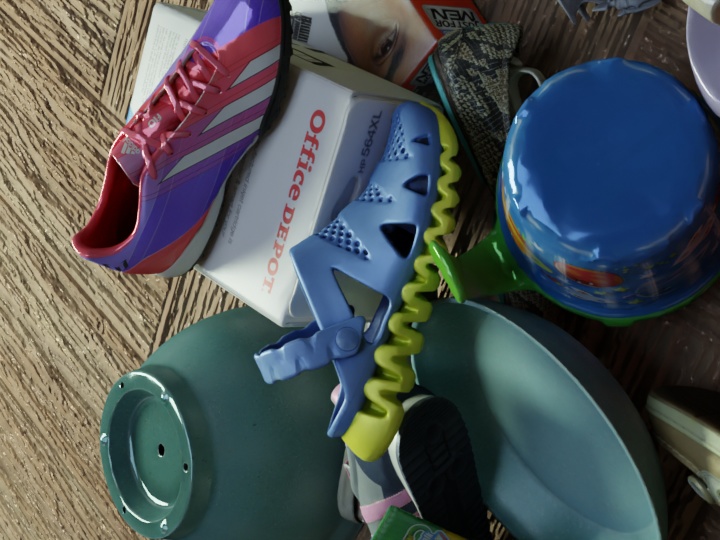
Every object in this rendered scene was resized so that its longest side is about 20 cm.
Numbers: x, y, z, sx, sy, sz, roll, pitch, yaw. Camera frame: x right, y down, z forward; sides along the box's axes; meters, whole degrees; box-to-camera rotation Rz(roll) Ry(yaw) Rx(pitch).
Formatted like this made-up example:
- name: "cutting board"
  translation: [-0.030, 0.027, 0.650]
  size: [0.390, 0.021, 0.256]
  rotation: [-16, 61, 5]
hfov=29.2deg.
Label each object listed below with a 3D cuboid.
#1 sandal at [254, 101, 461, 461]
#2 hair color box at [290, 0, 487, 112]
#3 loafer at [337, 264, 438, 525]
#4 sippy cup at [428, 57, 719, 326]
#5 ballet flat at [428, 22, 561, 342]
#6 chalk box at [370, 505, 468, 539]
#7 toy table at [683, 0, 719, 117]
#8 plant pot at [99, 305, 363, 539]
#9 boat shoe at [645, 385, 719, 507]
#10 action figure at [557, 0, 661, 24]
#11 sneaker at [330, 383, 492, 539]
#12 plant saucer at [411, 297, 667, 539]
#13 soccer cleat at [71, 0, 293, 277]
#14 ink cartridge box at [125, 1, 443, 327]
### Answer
- name: "sandal"
  translation: [0.000, 0.000, 0.761]
  size: [0.079, 0.087, 0.200]
  rotation: [142, 144, -84]
- name: "hair color box"
  translation: [-0.005, -0.184, 0.912]
  size: [0.111, 0.064, 0.200]
  rotation: [-50, 59, 38]
- name: "loafer"
  translation: [0.034, 0.085, 0.900]
  size: [0.063, 0.072, 0.200]
  rotation: [22, 117, 26]
- name: "sippy cup"
  translation: [0.127, -0.045, 0.687]
  size: [0.140, 0.130, 0.178]
  rotation: [26, 90, 14]
- name: "ballet flat"
  translation: [0.099, -0.048, 0.804]
  size: [0.075, 0.068, 0.200]
  rotation: [-14, 94, 16]
- name: "chalk box"
  translation: [0.033, 0.232, 0.787]
  size: [0.200, 0.124, 0.125]
  rotation: [24, 128, 10]
- name: "toy table"
  translation: [0.210, -0.157, 0.564]
  size: [0.184, 0.117, 0.200]
  rotation: [32, 87, 27]
- name: "plant pot"
  translation: [-0.103, 0.124, 0.998]
  size: [0.200, 0.134, 0.200]
  rotation: [6, 98, 49]
- name: "boat shoe"
  translation: [0.219, 0.124, 0.684]
  size: [0.201, 0.073, 0.063]
  rotation: [32, 112, 34]
- name: "action figure"
  translation: [0.127, -0.196, 0.725]
  size: [0.130, 0.069, 0.200]
  rotation: [53, 175, -7]
- name: "sneaker"
  translation: [0.031, 0.149, 0.869]
  size: [0.082, 0.070, 0.200]
  rotation: [22, 131, 43]
- name: "plant saucer"
  translation: [0.106, 0.093, 0.784]
  size: [0.200, 0.036, 0.200]
  rotation: [44, 154, 28]
- name: "soccer cleat"
  translation: [-0.102, -0.082, 0.799]
  size: [0.068, 0.073, 0.200]
  rotation: [45, 119, 36]
- name: "ink cartridge box"
  translation: [-0.060, -0.069, 0.868]
  size: [0.200, 0.084, 0.146]
  rotation: [31, 110, 40]
